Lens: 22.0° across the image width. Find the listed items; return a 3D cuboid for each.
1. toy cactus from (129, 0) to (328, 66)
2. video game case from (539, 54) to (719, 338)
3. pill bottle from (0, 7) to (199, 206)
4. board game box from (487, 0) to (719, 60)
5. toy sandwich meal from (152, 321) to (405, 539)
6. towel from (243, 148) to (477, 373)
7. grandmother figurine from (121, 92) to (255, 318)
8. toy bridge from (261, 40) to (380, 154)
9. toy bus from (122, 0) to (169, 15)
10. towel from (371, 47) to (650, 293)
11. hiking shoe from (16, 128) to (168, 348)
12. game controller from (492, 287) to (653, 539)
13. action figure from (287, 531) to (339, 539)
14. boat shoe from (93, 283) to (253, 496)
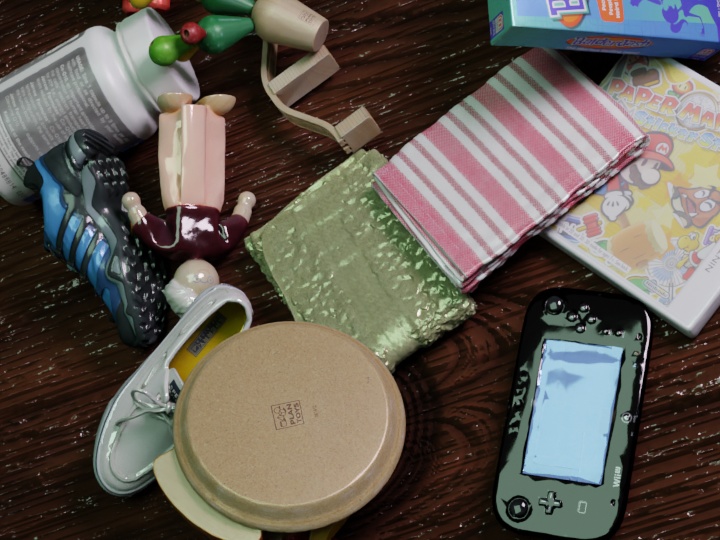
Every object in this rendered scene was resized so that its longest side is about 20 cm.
[{"bbox_3d":[-0.104,-0.247,1.643,0.164,0.103,0.200,23,44,14],"label":"toy cactus"},{"bbox_3d":[0.244,-0.070,1.490,0.199,0.023,0.183,36,85,32],"label":"video game case"},{"bbox_3d":[-0.255,-0.152,1.692,0.199,0.114,0.115,-27,59,11],"label":"pill bottle"},{"bbox_3d":[0.195,-0.254,1.495,0.198,0.045,0.154,1,76,-21],"label":"board game box"},{"bbox_3d":[-0.060,0.136,1.461,0.203,0.071,0.207,0,57,0],"label":"toy sandwich meal"},{"bbox_3d":[0.000,0.000,1.558,0.148,0.037,0.201,-37,57,4],"label":"towel"},{"bbox_3d":[-0.148,-0.052,1.613,0.120,0.061,0.202,-2,79,-11],"label":"grandmother figurine"},{"bbox_3d":[-0.053,-0.173,1.653,0.067,0.027,0.201,-36,52,5],"label":"toy bridge"},{"bbox_3d":[-0.231,-0.341,1.770,0.198,0.135,0.194,1,84,26],"label":"toy bus"},{"bbox_3d":[0.121,-0.088,1.521,0.199,0.030,0.147,-38,55,-3],"label":"towel"},{"bbox_3d":[-0.233,-0.020,1.634,0.086,0.074,0.202,-23,80,22],"label":"hiking shoe"},{"bbox_3d":[0.166,0.111,1.432,0.103,0.042,0.202,3,70,25],"label":"game controller"},{"bbox_3d":[-0.066,0.203,1.489,0.066,0.052,0.200,-47,63,4],"label":"action figure"},{"bbox_3d":[-0.151,0.104,1.535,0.074,0.086,0.203,38,87,-12],"label":"boat shoe"}]
